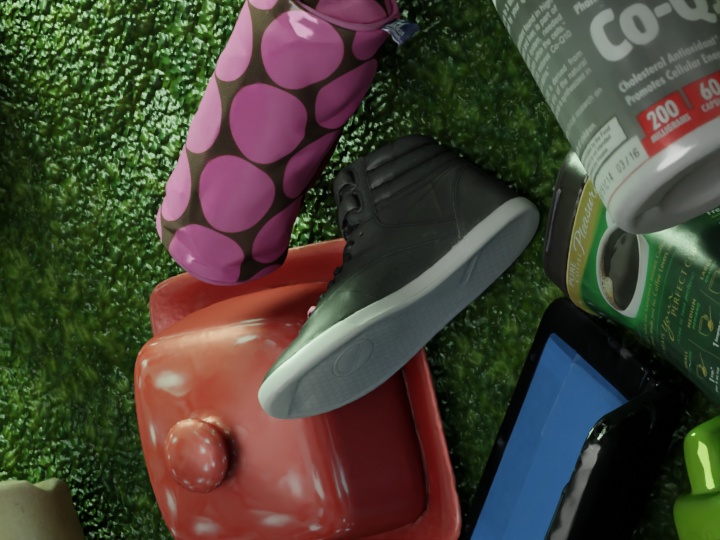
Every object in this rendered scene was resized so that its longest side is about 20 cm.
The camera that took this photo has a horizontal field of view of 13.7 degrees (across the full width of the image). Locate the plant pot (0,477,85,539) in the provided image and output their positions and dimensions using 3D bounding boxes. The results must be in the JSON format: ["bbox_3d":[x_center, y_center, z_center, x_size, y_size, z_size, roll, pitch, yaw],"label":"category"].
[{"bbox_3d":[-0.235,0.236,1.927,0.200,0.200,0.185,-18,79,34],"label":"plant pot"}]

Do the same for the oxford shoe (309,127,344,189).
[{"bbox_3d":[-0.039,-0.137,1.793,0.070,0.075,0.201,7,122,-7],"label":"oxford shoe"}]

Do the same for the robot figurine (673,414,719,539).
[{"bbox_3d":[0.240,0.172,1.640,0.175,0.115,0.201,-15,92,35],"label":"robot figurine"}]

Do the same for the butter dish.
[{"bbox_3d":[-0.063,0.097,1.798,0.199,0.148,0.201,-11,95,33],"label":"butter dish"}]

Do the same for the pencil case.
[{"bbox_3d":[-0.045,-0.088,1.734,0.091,0.093,0.201,43,124,21],"label":"pencil case"}]

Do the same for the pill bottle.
[{"bbox_3d":[0.137,-0.131,1.553,0.114,0.114,0.201,-39,70,32],"label":"pill bottle"}]

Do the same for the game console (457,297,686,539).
[{"bbox_3d":[0.093,0.137,1.690,0.116,0.176,0.201,26,109,20],"label":"game console"}]

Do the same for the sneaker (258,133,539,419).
[{"bbox_3d":[0.000,0.000,1.741,0.099,0.200,0.071,44,164,26],"label":"sneaker"}]

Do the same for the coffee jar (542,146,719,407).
[{"bbox_3d":[0.183,0.001,1.625,0.200,0.085,0.105,38,127,45],"label":"coffee jar"}]
